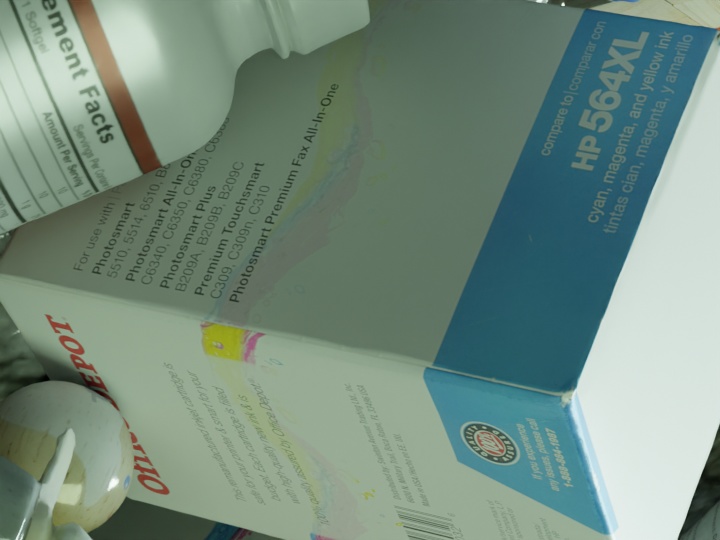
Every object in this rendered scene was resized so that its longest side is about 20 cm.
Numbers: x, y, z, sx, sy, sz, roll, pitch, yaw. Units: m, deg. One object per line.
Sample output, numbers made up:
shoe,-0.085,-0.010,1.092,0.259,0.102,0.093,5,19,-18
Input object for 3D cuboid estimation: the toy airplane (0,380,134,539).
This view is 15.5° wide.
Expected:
toy airplane,-0.128,0.078,0.734,0.141,0.200,0.199,-45,131,-12

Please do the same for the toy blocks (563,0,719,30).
toy blocks,0.143,-0.109,0.773,0.199,0.101,0.137,-14,173,18

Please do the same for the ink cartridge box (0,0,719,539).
ink cartridge box,0.000,0.000,0.763,0.199,0.126,0.129,12,150,23

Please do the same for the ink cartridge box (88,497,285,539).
ink cartridge box,-0.015,0.117,0.888,0.144,0.201,0.145,-39,141,15

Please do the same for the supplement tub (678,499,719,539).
supplement tub,0.169,0.168,1.106,0.131,0.132,0.200,13,130,-38

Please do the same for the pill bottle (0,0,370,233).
pill bottle,-0.104,-0.066,0.691,0.199,0.113,0.112,-23,143,-3

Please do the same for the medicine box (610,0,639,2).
medicine box,0.046,-0.187,0.575,0.182,0.103,0.200,20,122,-39
